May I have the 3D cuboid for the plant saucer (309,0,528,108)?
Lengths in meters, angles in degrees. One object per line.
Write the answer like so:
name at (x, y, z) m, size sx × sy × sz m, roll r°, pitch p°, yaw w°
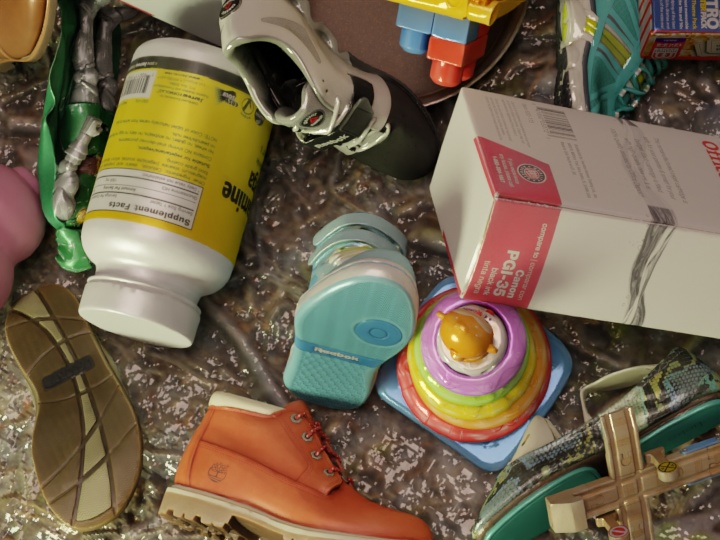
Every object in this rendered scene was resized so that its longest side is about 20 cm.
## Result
plant saucer at (0.030, -0.206, 1.636) m, size 0.198 × 0.035 × 0.202 m, roll -4°, pitch 73°, yaw 12°

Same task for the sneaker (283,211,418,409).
sneaker at (0.000, 0.000, 1.500) m, size 0.079 × 0.200 × 0.132 m, roll 18°, pitch 63°, yaw -8°

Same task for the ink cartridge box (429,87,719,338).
ink cartridge box at (0.158, -0.036, 1.455) m, size 0.198 × 0.083 × 0.147 m, roll 10°, pitch 30°, yaw -14°

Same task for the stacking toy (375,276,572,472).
stacking toy at (0.072, 0.051, 1.457) m, size 0.116 × 0.200 × 0.110 m, roll 34°, pitch 84°, yaw 11°

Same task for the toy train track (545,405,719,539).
toy train track at (0.220, 0.134, 1.463) m, size 0.198 × 0.116 × 0.033 m, roll -18°, pitch 28°, yaw -10°

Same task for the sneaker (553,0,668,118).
sneaker at (0.177, -0.145, 1.567) m, size 0.079 × 0.078 × 0.202 m, roll 4°, pitch 76°, yaw 0°

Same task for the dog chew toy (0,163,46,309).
dog chew toy at (-0.308, 0.001, 1.606) m, size 0.124 × 0.125 × 0.200 m, roll 41°, pitch 77°, yaw 20°

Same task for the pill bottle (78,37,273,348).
pill bottle at (-0.133, -0.053, 1.583) m, size 0.111 × 0.112 × 0.202 m, roll 11°, pitch 77°, yaw 15°

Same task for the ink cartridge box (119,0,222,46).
ink cartridge box at (-0.119, -0.288, 1.622) m, size 0.083 × 0.143 × 0.202 m, roll -16°, pitch 60°, yaw 50°

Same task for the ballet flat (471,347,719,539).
ballet flat at (0.152, 0.116, 1.498) m, size 0.199 × 0.074 × 0.075 m, roll -28°, pitch 69°, yaw -4°

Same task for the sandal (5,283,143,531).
sandal at (-0.201, 0.099, 1.588) m, size 0.080 × 0.054 × 0.201 m, roll -23°, pitch 55°, yaw -1°

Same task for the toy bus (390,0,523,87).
toy bus at (0.079, -0.233, 1.546) m, size 0.135 × 0.200 × 0.194 m, roll 15°, pitch 113°, yaw 17°

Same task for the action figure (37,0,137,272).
action figure at (-0.199, -0.098, 1.624) m, size 0.054 × 0.118 × 0.202 m, roll 3°, pitch 83°, yaw 21°

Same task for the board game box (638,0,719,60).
board game box at (0.293, -0.224, 1.553) m, size 0.198 × 0.046 × 0.153 m, roll 1°, pitch 73°, yaw -2°

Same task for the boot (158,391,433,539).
boot at (-0.032, 0.145, 1.525) m, size 0.198 × 0.075 × 0.108 m, roll 14°, pitch 72°, yaw 17°

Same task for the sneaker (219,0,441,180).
sneaker at (-0.027, -0.114, 1.548) m, size 0.074 × 0.200 × 0.089 m, roll -37°, pitch 26°, yaw 32°

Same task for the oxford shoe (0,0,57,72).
oxford shoe at (-0.267, -0.186, 1.607) m, size 0.071 × 0.200 × 0.072 m, roll 6°, pitch 76°, yaw -27°
